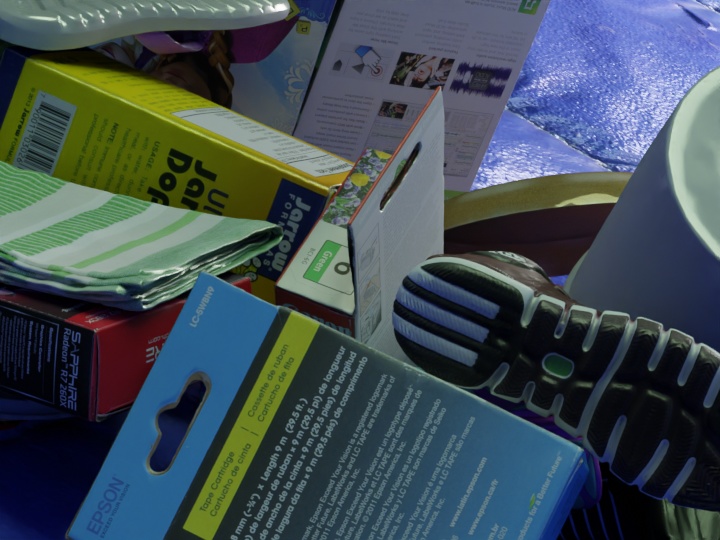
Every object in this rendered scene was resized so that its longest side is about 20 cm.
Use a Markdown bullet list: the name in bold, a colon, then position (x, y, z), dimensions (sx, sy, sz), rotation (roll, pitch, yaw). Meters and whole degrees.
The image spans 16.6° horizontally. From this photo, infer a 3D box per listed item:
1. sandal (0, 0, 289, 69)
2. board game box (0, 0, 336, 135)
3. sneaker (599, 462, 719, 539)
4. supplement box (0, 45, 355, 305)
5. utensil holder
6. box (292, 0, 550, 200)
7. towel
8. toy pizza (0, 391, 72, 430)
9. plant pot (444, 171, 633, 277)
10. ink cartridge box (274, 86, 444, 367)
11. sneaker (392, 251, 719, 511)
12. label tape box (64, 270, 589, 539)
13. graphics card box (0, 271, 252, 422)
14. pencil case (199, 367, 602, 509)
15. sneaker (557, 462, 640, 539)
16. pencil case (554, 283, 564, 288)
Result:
- **sandal**: position (-0.131, -0.141, 1.394), dimensions (0.202, 0.050, 0.082), rotation (-8, 35, -41)
- **board game box**: position (-0.129, -0.130, 1.503), dimensions (0.199, 0.200, 0.041), rotation (18, 22, -2)
- **sneaker**: position (0.181, 0.134, 1.238), dimensions (0.090, 0.076, 0.201), rotation (-4, 67, -15)
- **supplement box**: position (-0.108, -0.038, 1.362), dimensions (0.199, 0.110, 0.109), rotation (24, 11, 12)
- **utensil holder**: position (0.212, 0.001, 1.348), dimensions (0.169, 0.200, 0.171), rotation (6, 60, -11)
- **box**: position (0.023, -0.112, 1.575), dimensions (0.144, 0.201, 0.036), rotation (6, 31, -28)
- **towel**: position (-0.160, -0.024, 1.227), dimensions (0.199, 0.023, 0.152), rotation (12, 18, 22)
- **toy pizza**: position (-0.212, 0.031, 1.310), dimensions (0.199, 0.032, 0.200), rotation (15, 24, -7)
- **plant pot**: position (0.120, -0.028, 1.526), dimensions (0.199, 0.028, 0.200), rotation (-6, -13, -1)
- **ink cartridge box**: position (0.000, 0.000, 1.292), dimensions (0.050, 0.200, 0.109), rotation (20, 53, 18)
- **sneaker**: position (0.112, 0.038, 1.188), dimensions (0.200, 0.076, 0.116), rotation (29, 14, -3)
- **label tape box**: position (-0.013, 0.109, 1.147), dimensions (0.199, 0.145, 0.063), rotation (25, -8, 13)
- **graphics card box**: position (-0.168, 0.014, 1.225), dimensions (0.199, 0.051, 0.125), rotation (15, 20, 31)
- **pencil case**: position (0.021, 0.086, 1.241), dimensions (0.199, 0.085, 0.092), rotation (-4, -12, -6)
- **sneaker**: position (0.116, 0.115, 1.318), dimensions (0.199, 0.078, 0.070), rotation (16, 24, -8)
- **pencil case**: position (0.165, 0.061, 1.467), dimensions (0.199, 0.083, 0.087), rotation (19, 60, -1)
